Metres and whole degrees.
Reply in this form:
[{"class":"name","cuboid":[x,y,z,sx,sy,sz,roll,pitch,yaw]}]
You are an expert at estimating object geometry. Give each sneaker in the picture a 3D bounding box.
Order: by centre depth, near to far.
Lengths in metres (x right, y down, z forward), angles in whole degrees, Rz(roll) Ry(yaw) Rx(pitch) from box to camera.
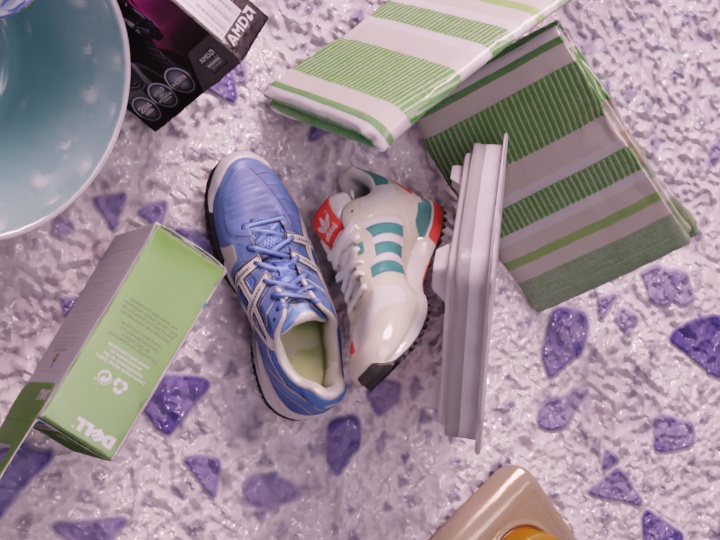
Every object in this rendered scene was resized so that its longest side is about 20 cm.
[{"class":"sneaker","cuboid":[0.000,-0.001,1.050,0.093,0.070,0.200,32,38,-13]},{"class":"sneaker","cuboid":[-0.052,0.009,1.055,0.075,0.077,0.201,-22,95,-22]}]

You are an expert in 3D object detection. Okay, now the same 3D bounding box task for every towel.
[{"class":"towel","cuboid":[0.045,-0.162,1.067,0.200,0.152,0.023,-38,124,-19]},{"class":"towel","cuboid":[0.143,-0.075,1.118,0.200,0.152,0.023,53,33,-17]}]

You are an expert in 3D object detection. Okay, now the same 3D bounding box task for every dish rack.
[{"class":"dish rack","cuboid":[0.076,0.012,1.049,0.043,0.200,0.173,5,122,7]}]

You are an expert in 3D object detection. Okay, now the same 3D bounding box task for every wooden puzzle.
[{"class":"wooden puzzle","cuboid":[0.119,0.282,1.137,0.185,0.046,0.200,-41,104,-21]}]

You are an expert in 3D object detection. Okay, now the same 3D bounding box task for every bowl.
[{"class":"bowl","cuboid":[-0.256,-0.126,0.931,0.200,0.105,0.202,-16,115,-39]}]

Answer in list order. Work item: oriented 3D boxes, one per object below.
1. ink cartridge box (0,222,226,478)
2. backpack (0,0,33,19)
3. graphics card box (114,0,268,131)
[{"class":"ink cartridge box","cuboid":[-0.176,0.069,0.979,0.059,0.104,0.201,35,74,-18]},{"class":"backpack","cuboid":[-0.232,-0.224,0.787,0.163,0.153,0.201,2,93,-49]},{"class":"graphics card box","cuboid":[-0.173,-0.191,0.980,0.200,0.125,0.051,39,52,-19]}]
